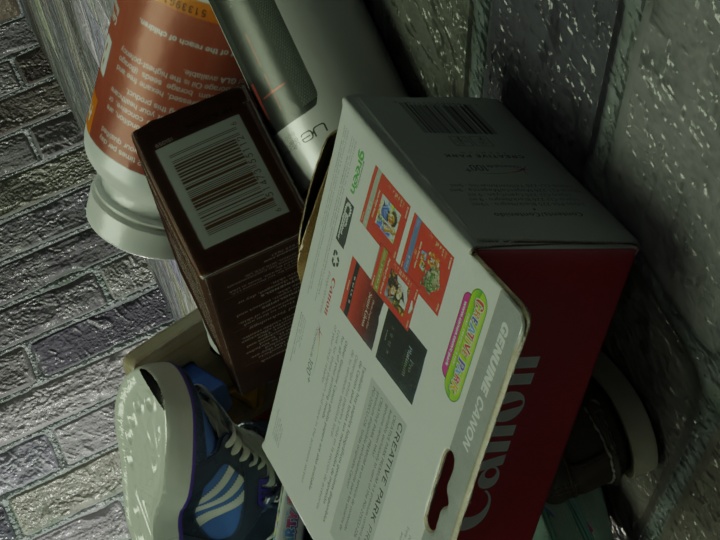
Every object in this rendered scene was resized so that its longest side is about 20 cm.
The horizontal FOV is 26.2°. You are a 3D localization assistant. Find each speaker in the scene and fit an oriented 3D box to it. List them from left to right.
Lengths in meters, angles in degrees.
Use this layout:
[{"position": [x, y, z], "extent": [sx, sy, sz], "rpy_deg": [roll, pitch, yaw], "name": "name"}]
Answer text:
[{"position": [-0.038, -0.143, 0.855], "extent": [0.200, 0.081, 0.081], "rpy_deg": [65, 169, 4], "name": "speaker"}]

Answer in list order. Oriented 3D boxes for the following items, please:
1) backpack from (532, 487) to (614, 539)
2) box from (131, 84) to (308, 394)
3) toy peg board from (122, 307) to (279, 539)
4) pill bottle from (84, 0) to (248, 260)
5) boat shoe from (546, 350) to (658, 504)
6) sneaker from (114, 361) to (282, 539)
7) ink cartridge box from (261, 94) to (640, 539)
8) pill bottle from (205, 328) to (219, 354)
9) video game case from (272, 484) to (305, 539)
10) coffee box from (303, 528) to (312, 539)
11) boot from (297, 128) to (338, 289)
[{"position": [0.063, 0.147, 0.870], "extent": [0.167, 0.127, 0.200], "rpy_deg": [66, 172, -7], "name": "backpack"}, {"position": [-0.070, -0.011, 0.911], "extent": [0.100, 0.075, 0.200], "rpy_deg": [62, 170, 20], "name": "box"}, {"position": [-0.044, 0.107, 1.167], "extent": [0.098, 0.200, 0.199], "rpy_deg": [25, 141, 47], "name": "toy peg board"}, {"position": [-0.112, -0.112, 0.979], "extent": [0.112, 0.112, 0.200], "rpy_deg": [54, 134, 45], "name": "pill bottle"}, {"position": [0.074, 0.047, 0.780], "extent": [0.200, 0.059, 0.072], "rpy_deg": [51, 162, 53], "name": "boat shoe"}, {"position": [-0.080, 0.114, 1.024], "extent": [0.081, 0.146, 0.200], "rpy_deg": [53, 150, 35], "name": "sneaker"}, {"position": [0.040, 0.051, 0.682], "extent": [0.176, 0.084, 0.200], "rpy_deg": [55, 139, 48], "name": "ink cartridge box"}, {"position": [-0.071, -0.043, 1.097], "extent": [0.109, 0.109, 0.200], "rpy_deg": [90, 166, -65], "name": "pill bottle"}, {"position": [-0.043, 0.159, 0.927], "extent": [0.143, 0.018, 0.200], "rpy_deg": [111, 168, -82], "name": "video game case"}, {"position": [0.013, 0.158, 1.034], "extent": [0.123, 0.044, 0.200], "rpy_deg": [56, -149, -41], "name": "coffee box"}, {"position": [-0.005, 0.013, 0.812], "extent": [0.074, 0.075, 0.200], "rpy_deg": [-113, 34, -62], "name": "boot"}]
